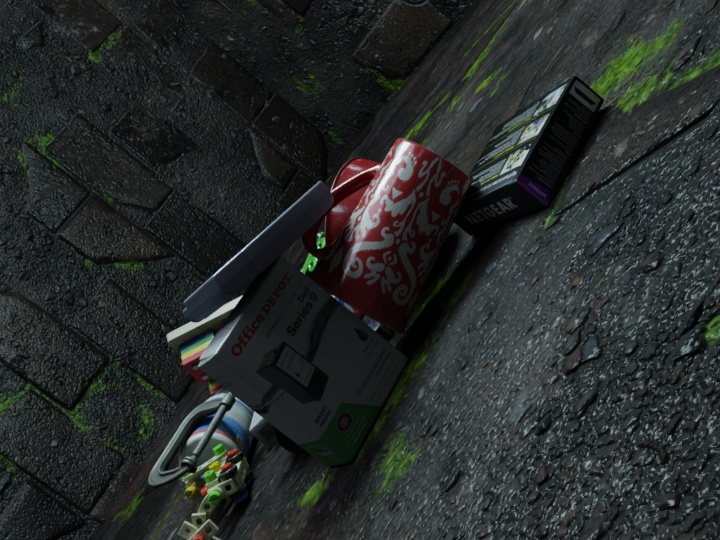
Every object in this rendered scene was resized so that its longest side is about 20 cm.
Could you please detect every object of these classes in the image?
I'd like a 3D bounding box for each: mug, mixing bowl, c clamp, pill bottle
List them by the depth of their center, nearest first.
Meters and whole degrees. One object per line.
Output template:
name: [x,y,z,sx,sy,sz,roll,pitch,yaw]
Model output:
mug: [0.025,-0.056,0.994,0.203,0.175,0.133,-60,-1,1]
mixing bowl: [0.042,-0.056,1.135,0.106,0.203,0.202,3,43,27]
c clamp: [-0.253,0.256,1.292,0.169,0.027,0.201,-15,32,42]
pill bottle: [-0.242,0.286,1.431,0.113,0.112,0.201,-50,10,15]

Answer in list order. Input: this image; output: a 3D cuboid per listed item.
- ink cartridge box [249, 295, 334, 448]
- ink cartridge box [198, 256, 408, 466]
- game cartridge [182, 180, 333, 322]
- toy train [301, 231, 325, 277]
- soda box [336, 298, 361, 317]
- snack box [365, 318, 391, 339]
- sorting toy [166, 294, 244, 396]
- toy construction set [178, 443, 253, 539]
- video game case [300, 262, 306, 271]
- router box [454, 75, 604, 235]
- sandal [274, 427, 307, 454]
ink cartridge box: [-0.081,0.140,1.177,0.162,0.050,0.201,-44,13,20]
ink cartridge box: [-0.066,0.106,0.949,0.147,0.199,0.084,-57,12,-25]
game cartridge: [-0.115,-0.024,0.956,0.200,0.041,0.133,-46,5,-36]
toy train: [-0.081,0.038,1.150,0.203,0.041,0.056,-65,28,7]
soda box: [-0.043,0.079,1.339,0.202,0.063,0.070,-57,9,-24]
snack box: [-0.027,0.145,1.150,0.201,0.024,0.072,-52,11,14]
sorting toy: [-0.223,0.154,1.517,0.195,0.201,0.070,-26,49,2]
toy construction set: [-0.228,0.338,1.244,0.129,0.093,0.201,-27,21,3]
video game case: [-0.081,0.067,1.377,0.144,0.019,0.202,-58,-25,-25]
router box: [0.190,-0.131,0.984,0.151,0.051,0.200,-58,10,-15]
sandal: [-0.094,0.155,1.037,0.074,0.204,0.043,-2,28,22]
